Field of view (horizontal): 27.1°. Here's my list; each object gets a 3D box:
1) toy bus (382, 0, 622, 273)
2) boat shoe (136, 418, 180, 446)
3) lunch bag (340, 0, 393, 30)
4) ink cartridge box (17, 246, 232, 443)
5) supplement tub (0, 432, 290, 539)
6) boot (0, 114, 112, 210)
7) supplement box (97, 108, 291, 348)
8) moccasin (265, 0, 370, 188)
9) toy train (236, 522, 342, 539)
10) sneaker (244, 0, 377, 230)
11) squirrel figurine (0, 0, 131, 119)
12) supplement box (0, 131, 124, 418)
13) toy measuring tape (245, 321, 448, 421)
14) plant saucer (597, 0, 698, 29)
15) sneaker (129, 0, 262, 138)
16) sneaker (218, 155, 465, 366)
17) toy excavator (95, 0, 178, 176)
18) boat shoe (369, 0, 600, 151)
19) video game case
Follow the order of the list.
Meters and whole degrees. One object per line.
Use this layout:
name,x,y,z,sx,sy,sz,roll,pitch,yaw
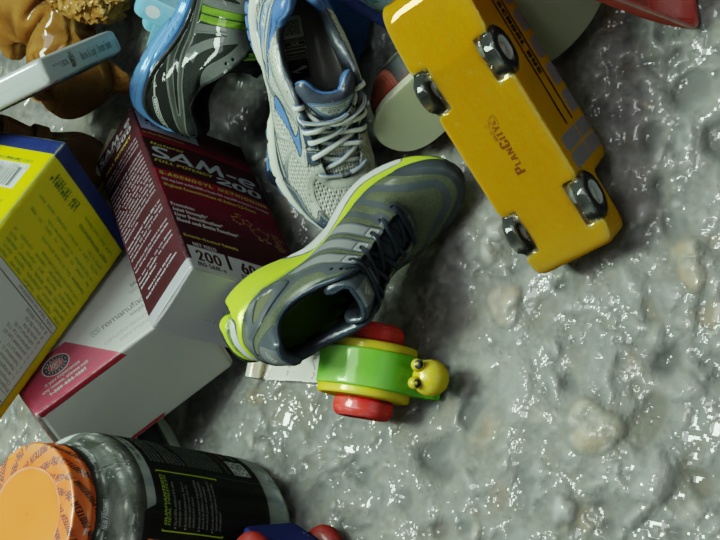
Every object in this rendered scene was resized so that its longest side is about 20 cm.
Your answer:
toy bus,0.095,-0.102,0.957,0.065,0.078,0.200,-28,99,31
boat shoe,-0.209,0.109,1.206,0.200,0.060,0.076,44,106,39
lunch bag,0.054,-0.293,1.064,0.170,0.127,0.200,-30,48,33
ink cartridge box,-0.216,0.041,1.170,0.145,0.084,0.200,-37,44,-12
supplement tub,-0.155,0.181,1.044,0.122,0.200,0.123,-14,68,37
boot,-0.295,-0.046,1.262,0.200,0.155,0.074,-49,52,19
supplement box,-0.118,-0.030,1.109,0.061,0.109,0.200,-55,39,23
moccasin,-0.046,-0.159,1.133,0.068,0.080,0.201,2,78,45
toy train,-0.012,0.257,0.985,0.200,0.085,0.116,27,106,42
sneaker,-0.030,-0.112,1.047,0.085,0.077,0.201,-150,40,-71
squirrel figurine,-0.256,-0.233,1.281,0.200,0.141,0.187,-40,60,51
supplement box,-0.283,0.007,1.093,0.109,0.109,0.200,11,55,34
toy measuring tape,-0.024,0.068,1.054,0.200,0.073,0.074,2,79,41
plant saucer,0.124,-0.258,0.942,0.037,0.200,0.200,-25,61,47
sneaker,-0.096,-0.186,1.105,0.083,0.071,0.200,35,111,6
sneaker,0.000,0.000,1.011,0.200,0.074,0.081,-43,29,-9
toy excavator,-0.145,-0.187,1.207,0.195,0.100,0.200,-74,8,-45
boat shoe,0.083,-0.161,1.031,0.200,0.071,0.063,-38,30,31
video game case,-0.298,-0.127,1.156,0.200,0.182,0.024,-23,101,13
